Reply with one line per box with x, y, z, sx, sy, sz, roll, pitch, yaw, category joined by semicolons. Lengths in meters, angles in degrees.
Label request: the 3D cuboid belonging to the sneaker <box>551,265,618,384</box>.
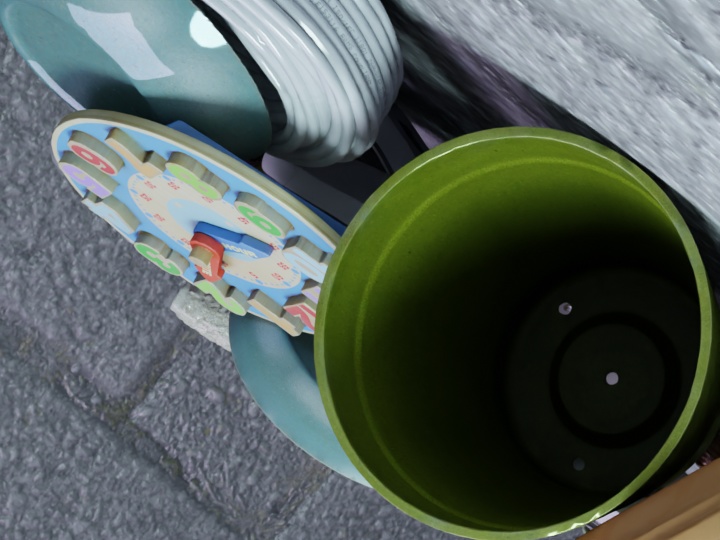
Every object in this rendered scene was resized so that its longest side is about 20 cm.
0.125;0.013;1.659;0.200;0.073;0.085;43;178;-19;sneaker

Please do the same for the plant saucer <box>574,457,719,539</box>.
0.179;0.109;1.438;0.037;0.200;0.200;61;178;6;plant saucer

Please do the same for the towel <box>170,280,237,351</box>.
-0.020;0.020;1.783;0.132;0.035;0.200;32;-154;8;towel

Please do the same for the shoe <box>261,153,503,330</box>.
0.000;0.000;1.666;0.071;0.091;0.200;3;-159;-41;shoe

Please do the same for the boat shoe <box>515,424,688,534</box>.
0.148;0.133;1.627;0.200;0.071;0.064;44;146;27;boat shoe

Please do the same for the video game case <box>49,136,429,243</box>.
-0.078;-0.072;1.879;0.182;0.200;0.024;-139;40;-62;video game case

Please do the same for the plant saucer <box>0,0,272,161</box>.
-0.136;-0.116;1.563;0.201;0.039;0.201;34;160;14;plant saucer

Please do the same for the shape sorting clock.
-0.079;-0.021;1.584;0.200;0.039;0.200;24;162;8;shape sorting clock

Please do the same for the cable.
-0.063;-0.136;1.551;0.200;0.069;0.200;26;157;35;cable

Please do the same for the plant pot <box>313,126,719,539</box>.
0.103;0.044;1.509;0.200;0.200;0.193;38;-175;22;plant pot

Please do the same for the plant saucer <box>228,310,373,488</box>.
0.022;0.050;1.705;0.200;0.027;0.200;16;-140;-14;plant saucer

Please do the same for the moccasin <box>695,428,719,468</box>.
0.235;0.118;1.648;0.201;0.074;0.078;41;-139;-9;moccasin

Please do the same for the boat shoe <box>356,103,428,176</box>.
0.020;-0.046;1.753;0.069;0.057;0.200;38;-165;-45;boat shoe
